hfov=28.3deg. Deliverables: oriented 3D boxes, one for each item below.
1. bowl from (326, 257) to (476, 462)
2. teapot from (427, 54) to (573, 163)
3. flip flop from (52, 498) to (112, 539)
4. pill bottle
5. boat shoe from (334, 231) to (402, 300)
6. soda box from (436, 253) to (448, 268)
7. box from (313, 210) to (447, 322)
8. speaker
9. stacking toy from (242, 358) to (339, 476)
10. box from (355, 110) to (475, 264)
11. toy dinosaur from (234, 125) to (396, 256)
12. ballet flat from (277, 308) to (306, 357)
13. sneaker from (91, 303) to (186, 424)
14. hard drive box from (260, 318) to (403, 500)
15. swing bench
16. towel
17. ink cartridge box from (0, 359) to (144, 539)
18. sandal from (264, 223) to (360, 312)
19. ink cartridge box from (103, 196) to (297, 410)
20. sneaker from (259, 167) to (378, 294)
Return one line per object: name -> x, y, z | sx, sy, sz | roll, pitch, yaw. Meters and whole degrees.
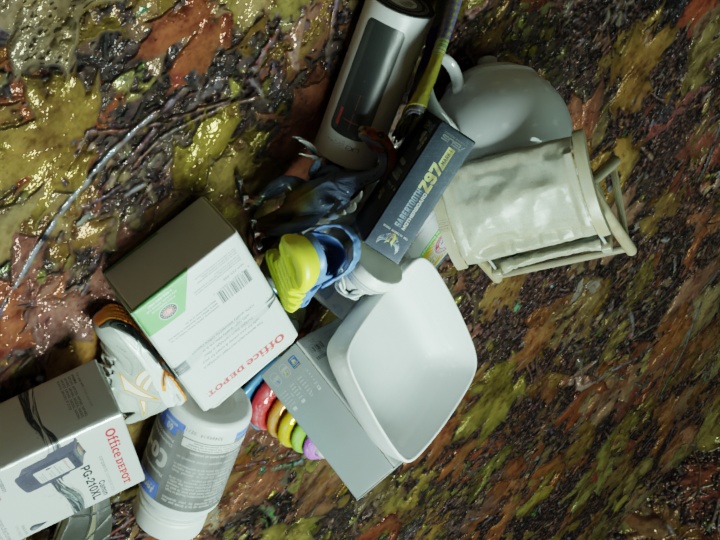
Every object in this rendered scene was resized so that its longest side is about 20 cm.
bowl -> 0.043, 0.107, 1.737 | 0.200, 0.074, 0.201 | -50, 124, -34
teapot -> 0.168, -0.200, 1.798 | 0.195, 0.148, 0.200 | -10, 170, -3
flip flop -> -0.348, 0.277, 1.730 | 0.080, 0.057, 0.202 | -15, 121, -39
pill bottle -> -0.216, 0.236, 1.795 | 0.113, 0.114, 0.202 | -13, 134, -47
boat shoe -> 0.000, 0.000, 1.669 | 0.069, 0.072, 0.200 | -50, -167, 11
soda box -> 0.096, -0.050, 1.921 | 0.200, 0.063, 0.071 | -48, -170, -3
box -> 0.024, -0.026, 1.824 | 0.200, 0.112, 0.101 | -50, 150, -2
speaker -> 0.015, -0.217, 1.626 | 0.081, 0.081, 0.202 | -13, 135, -46
stacking toy -> -0.063, 0.208, 1.884 | 0.110, 0.200, 0.116 | -44, 150, -8
box -> 0.058, -0.099, 1.617 | 0.159, 0.051, 0.200 | -58, -173, 8
toy dinosaur -> -0.049, -0.100, 1.629 | 0.179, 0.106, 0.200 | -19, 177, -10
ballet flat -> -0.124, 0.081, 1.791 | 0.199, 0.071, 0.071 | -1, 125, -54
sneaker -> -0.271, 0.119, 1.632 | 0.091, 0.076, 0.201 | -33, 143, -6
hard drive box -> -0.011, 0.170, 1.833 | 0.077, 0.201, 0.156 | -43, 172, 27
swing bench -> 0.214, -0.073, 1.758 | 0.197, 0.132, 0.200 | -13, 169, 23
towel -> 0.081, -0.249, 1.610 | 0.144, 0.023, 0.202 | 126, -17, -80
ink cartridge box -> -0.350, 0.205, 1.563 | 0.198, 0.085, 0.146 | -25, 145, -14
sandal -> -0.053, -0.006, 1.593 | 0.086, 0.080, 0.200 | -22, 180, -16
ink cartridge box -> -0.177, 0.041, 1.611 | 0.145, 0.084, 0.201 | -38, 138, -10
sneaker -> -0.054, -0.054, 1.730 | 0.200, 0.076, 0.081 | -47, 153, -23
